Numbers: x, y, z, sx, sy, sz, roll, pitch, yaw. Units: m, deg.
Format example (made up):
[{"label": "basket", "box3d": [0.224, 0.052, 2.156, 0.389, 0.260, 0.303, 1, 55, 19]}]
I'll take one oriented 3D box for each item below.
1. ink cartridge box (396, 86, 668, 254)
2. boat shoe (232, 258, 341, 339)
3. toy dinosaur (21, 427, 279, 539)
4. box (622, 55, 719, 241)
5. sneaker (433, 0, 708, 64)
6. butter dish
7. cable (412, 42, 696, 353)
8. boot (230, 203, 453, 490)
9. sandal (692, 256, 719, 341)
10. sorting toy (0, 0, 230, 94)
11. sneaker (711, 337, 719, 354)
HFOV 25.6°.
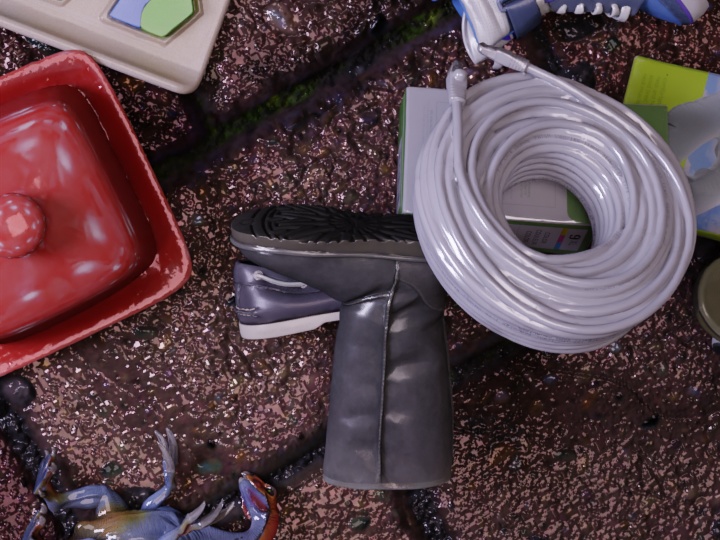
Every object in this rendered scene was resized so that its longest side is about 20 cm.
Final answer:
[{"label": "ink cartridge box", "box3d": [0.127, -0.073, 1.184, 0.199, 0.059, 0.104, 3, 68, -2]}, {"label": "boat shoe", "box3d": [0.000, 0.000, 1.194, 0.199, 0.073, 0.063, -14, 100, -2]}, {"label": "toy dinosaur", "box3d": [-0.161, 0.193, 1.205, 0.181, 0.105, 0.200, 21, 129, -21]}, {"label": "box", "box3d": [0.292, -0.081, 1.205, 0.199, 0.048, 0.123, 15, 92, 15]}, {"label": "sneaker", "box3d": [0.147, -0.205, 1.202, 0.200, 0.081, 0.147, 34, 97, -12]}, {"label": "butter dish", "box3d": [-0.240, -0.035, 1.120, 0.199, 0.148, 0.201, -26, 98, -5]}, {"label": "cable", "box3d": [0.130, -0.040, 1.089, 0.199, 0.069, 0.201, 20, 61, -6]}, {"label": "boot", "box3d": [-0.011, 0.059, 1.146, 0.181, 0.073, 0.201, 7, 116, -1]}, {"label": "sandal", "box3d": [0.350, 0.026, 1.198, 0.200, 0.057, 0.080, 10, 70, -4]}, {"label": "sorting toy", "box3d": [-0.175, -0.254, 1.171, 0.184, 0.036, 0.201, 20, 91, -8]}, {"label": "sneaker", "box3d": [0.380, 0.070, 1.253, 0.199, 0.075, 0.081, 28, 81, -9]}]
